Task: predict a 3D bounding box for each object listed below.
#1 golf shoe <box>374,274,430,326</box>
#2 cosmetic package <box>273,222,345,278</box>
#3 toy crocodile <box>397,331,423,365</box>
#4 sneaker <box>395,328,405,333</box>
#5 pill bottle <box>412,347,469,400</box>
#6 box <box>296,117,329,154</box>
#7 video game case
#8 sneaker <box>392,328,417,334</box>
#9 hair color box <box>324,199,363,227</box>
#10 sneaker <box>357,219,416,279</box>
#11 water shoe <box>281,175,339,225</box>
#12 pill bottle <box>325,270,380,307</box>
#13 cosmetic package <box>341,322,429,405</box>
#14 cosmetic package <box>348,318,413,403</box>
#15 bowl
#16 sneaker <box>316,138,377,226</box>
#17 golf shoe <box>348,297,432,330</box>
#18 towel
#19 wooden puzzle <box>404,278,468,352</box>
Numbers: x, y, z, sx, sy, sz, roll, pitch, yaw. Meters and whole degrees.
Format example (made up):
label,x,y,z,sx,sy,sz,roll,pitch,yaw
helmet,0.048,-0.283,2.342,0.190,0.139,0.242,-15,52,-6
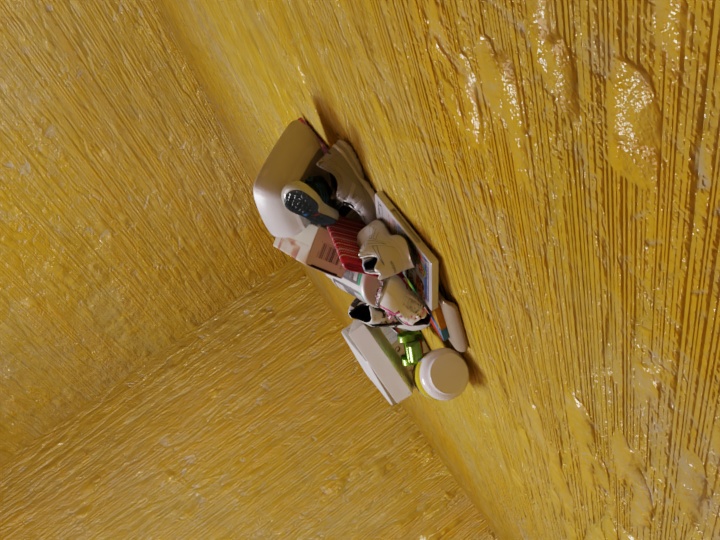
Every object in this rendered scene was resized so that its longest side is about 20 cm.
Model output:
label,x,y,z,sx,sy,sz,roll,pitch,yaw
golf shoe,0.086,0.057,1.501,0.090,0.074,0.200,17,169,20
cosmetic package,-0.104,-0.058,1.706,0.102,0.089,0.199,21,-176,-28
toy crocodile,0.119,0.175,1.780,0.200,0.060,0.069,-20,-80,-89
sneaker,0.071,0.054,1.787,0.202,0.089,0.078,58,174,-1
pill bottle,0.180,0.231,1.731,0.113,0.111,0.200,55,173,5
box,-0.093,-0.241,1.803,0.137,0.039,0.201,51,171,31
video game case,0.087,-0.038,1.473,0.201,0.018,0.145,54,162,34
sneaker,0.101,0.116,1.977,0.081,0.073,0.201,50,-176,-35
hair color box,-0.056,-0.128,1.766,0.100,0.061,0.199,51,164,-27
sneaker,0.029,-0.038,1.469,0.076,0.086,0.200,67,167,-21
water shoe,-0.101,-0.150,1.519,0.200,0.070,0.081,38,-134,-67
pill bottle,0.000,0.000,1.718,0.199,0.113,0.114,27,152,53
cosmetic package,0.079,0.216,2.108,0.168,0.166,0.200,59,171,-28
cosmetic package,0.049,0.200,1.797,0.202,0.050,0.083,55,-166,-10
bowl,-0.128,-0.177,1.594,0.073,0.202,0.201,20,156,21
sneaker,-0.022,-0.156,1.542,0.202,0.081,0.075,60,171,-25
golf shoe,0.064,0.102,1.713,0.196,0.094,0.080,6,110,25
towel,0.003,-0.049,1.592,0.142,0.023,0.201,14,-152,-25
wooden puzzle,0.138,0.059,1.578,0.201,0.037,0.186,51,170,37
